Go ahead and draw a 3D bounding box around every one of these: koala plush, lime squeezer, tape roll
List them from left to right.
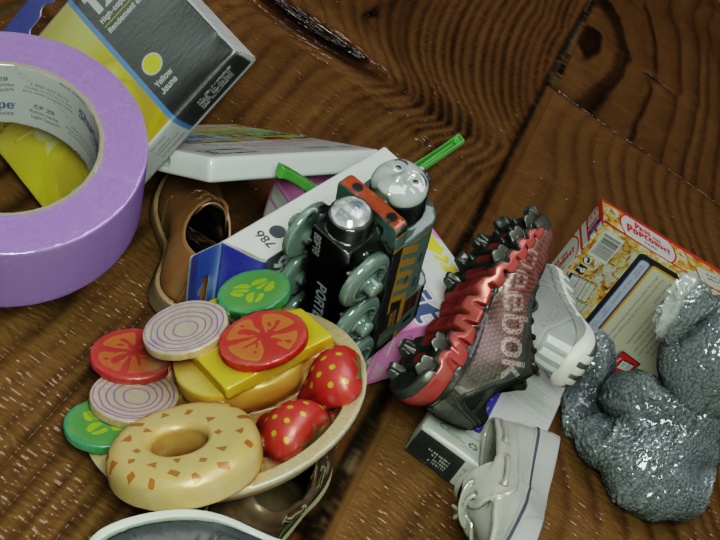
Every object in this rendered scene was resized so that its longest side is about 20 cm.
[{"bbox_3d":[-0.251,-0.074,0.993,0.199,0.066,0.201,7,54,-10],"label":"tape roll"},{"bbox_3d":[0.000,-0.075,1.183,0.200,0.071,0.038,-13,34,-38],"label":"lime squeezer"},{"bbox_3d":[0.291,0.103,1.244,0.177,0.200,0.184,30,29,-10],"label":"koala plush"}]

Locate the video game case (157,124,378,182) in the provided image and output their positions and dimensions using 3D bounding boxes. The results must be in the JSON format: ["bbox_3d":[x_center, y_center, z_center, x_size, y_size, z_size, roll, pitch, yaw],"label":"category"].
[{"bbox_3d":[-0.115,-0.101,1.200,0.182,0.023,0.200,14,15,40],"label":"video game case"}]

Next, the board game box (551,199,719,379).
[{"bbox_3d":[0.271,0.046,1.358,0.200,0.152,0.046,30,29,-10],"label":"board game box"}]

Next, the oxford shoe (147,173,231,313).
[{"bbox_3d":[-0.128,-0.039,1.149,0.071,0.071,0.200,21,30,-21],"label":"oxford shoe"}]

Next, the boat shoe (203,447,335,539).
[{"bbox_3d":[-0.048,0.130,0.975,0.075,0.075,0.202,33,29,-5],"label":"boat shoe"}]

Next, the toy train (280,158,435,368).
[{"bbox_3d":[0.000,0.000,1.038,0.085,0.200,0.114,40,60,20],"label":"toy train"}]

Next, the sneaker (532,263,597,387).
[{"bbox_3d":[0.133,0.021,1.260,0.115,0.075,0.200,29,12,-19],"label":"sneaker"}]

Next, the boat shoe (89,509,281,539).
[{"bbox_3d":[-0.070,0.194,0.846,0.199,0.076,0.060,11,18,-29],"label":"boat shoe"}]

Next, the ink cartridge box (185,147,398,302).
[{"bbox_3d":[-0.047,-0.012,1.089,0.200,0.100,0.039,-32,62,-31],"label":"ink cartridge box"}]

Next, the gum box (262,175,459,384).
[{"bbox_3d":[0.007,-0.006,1.215,0.113,0.066,0.200,-13,53,-32],"label":"gum box"}]

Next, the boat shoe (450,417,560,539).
[{"bbox_3d":[0.099,0.170,1.032,0.066,0.072,0.200,22,34,4],"label":"boat shoe"}]

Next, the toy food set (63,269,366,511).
[{"bbox_3d":[-0.096,0.079,0.938,0.200,0.049,0.198,-27,37,-21],"label":"toy food set"}]

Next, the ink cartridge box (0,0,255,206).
[{"bbox_3d":[-0.212,-0.160,1.109,0.200,0.198,0.047,47,12,19],"label":"ink cartridge box"}]

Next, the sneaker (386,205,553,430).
[{"bbox_3d":[0.106,0.042,1.126,0.098,0.071,0.201,42,66,-18],"label":"sneaker"}]

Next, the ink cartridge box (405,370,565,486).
[{"bbox_3d":[0.111,0.122,1.197,0.095,0.037,0.200,36,31,3],"label":"ink cartridge box"}]
